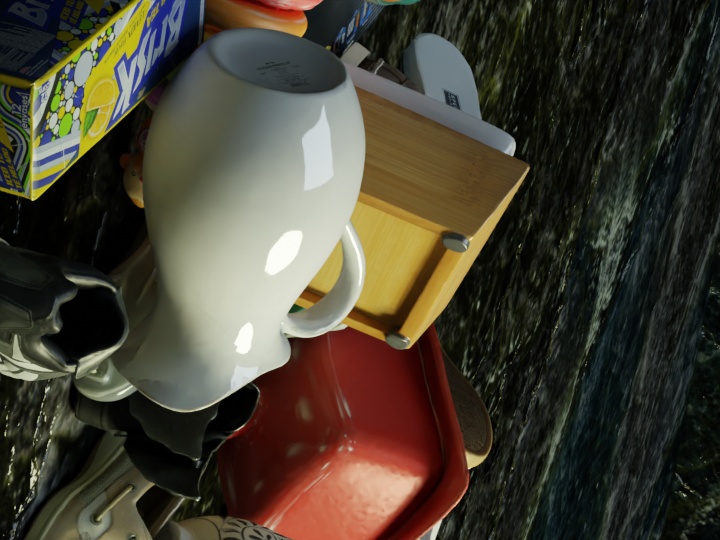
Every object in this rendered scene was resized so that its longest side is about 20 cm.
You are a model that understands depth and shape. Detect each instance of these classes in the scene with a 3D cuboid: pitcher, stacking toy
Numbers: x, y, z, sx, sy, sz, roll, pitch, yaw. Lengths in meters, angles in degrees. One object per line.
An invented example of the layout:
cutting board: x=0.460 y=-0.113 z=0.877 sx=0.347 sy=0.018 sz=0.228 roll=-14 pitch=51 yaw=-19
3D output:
pitcher: x=-0.050 y=-0.035 z=1.415 sx=0.171 sy=0.121 sz=0.201 roll=-18 pitch=133 yaw=-44
stacking toy: x=-0.093 y=-0.125 z=1.461 sx=0.201 sy=0.116 sz=0.110 roll=-64 pitch=172 yaw=17

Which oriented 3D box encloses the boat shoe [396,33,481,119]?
boat shoe: x=0.043 y=-0.078 z=1.719 sx=0.068 sy=0.072 sz=0.200 roll=-48 pitch=-148 yaw=33

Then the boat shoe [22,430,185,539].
boat shoe: x=-0.158 y=0.167 z=1.553 sx=0.200 sy=0.065 sz=0.072 roll=-57 pitch=157 yaw=-45

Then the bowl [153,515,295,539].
bowl: x=-0.121 y=0.224 z=1.609 sx=0.094 sy=0.200 sz=0.201 roll=49 pitch=49 yaw=-25

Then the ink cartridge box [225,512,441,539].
ink cartridge box: x=-0.024 y=0.202 z=1.889 sx=0.084 sy=0.144 sz=0.201 roll=59 pitch=50 yaw=-70

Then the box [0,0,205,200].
box: x=-0.150 y=-0.116 z=1.306 sx=0.200 sy=0.064 sz=0.070 roll=-50 pitch=152 yaw=-53

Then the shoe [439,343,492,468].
shoe: x=0.043 y=0.091 z=1.838 sx=0.053 sy=0.070 sz=0.200 roll=-55 pitch=-149 yaw=19

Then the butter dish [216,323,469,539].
butter dish: x=-0.041 y=0.114 z=1.741 sx=0.199 sy=0.147 sz=0.201 roll=-45 pitch=-141 yaw=31

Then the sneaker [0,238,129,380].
sneaker: x=-0.163 y=0.030 z=1.359 sx=0.200 sy=0.090 sz=0.067 roll=45 pitch=64 yaw=-72

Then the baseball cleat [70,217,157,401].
baseball cleat: x=-0.115 y=0.011 z=1.536 sx=0.107 sy=0.069 sz=0.200 roll=79 pitch=32 yaw=-57

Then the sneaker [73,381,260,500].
sneaker: x=-0.106 y=0.072 z=1.562 sx=0.200 sy=0.104 sz=0.060 roll=-44 pitch=147 yaw=-59

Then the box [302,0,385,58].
box: x=-0.018 y=-0.231 z=1.661 sx=0.200 sy=0.047 sz=0.194 roll=-54 pitch=159 yaw=-50

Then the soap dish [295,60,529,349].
soap dish: x=0.002 y=-0.037 z=1.555 sx=0.200 sy=0.157 sz=0.081 roll=117 pitch=-5 yaw=-61

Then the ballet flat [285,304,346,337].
ballet flat: x=0.000 y=0.000 z=1.721 sx=0.064 sy=0.067 sz=0.200 roll=60 pitch=38 yaw=-24

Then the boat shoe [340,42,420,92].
boat shoe: x=-0.034 y=-0.055 z=1.685 sx=0.200 sy=0.059 sz=0.072 roll=-58 pitch=179 yaw=3

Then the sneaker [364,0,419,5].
sneaker: x=0.039 y=-0.206 z=1.648 sx=0.200 sy=0.080 sz=0.072 roll=4 pitch=103 yaw=-76
